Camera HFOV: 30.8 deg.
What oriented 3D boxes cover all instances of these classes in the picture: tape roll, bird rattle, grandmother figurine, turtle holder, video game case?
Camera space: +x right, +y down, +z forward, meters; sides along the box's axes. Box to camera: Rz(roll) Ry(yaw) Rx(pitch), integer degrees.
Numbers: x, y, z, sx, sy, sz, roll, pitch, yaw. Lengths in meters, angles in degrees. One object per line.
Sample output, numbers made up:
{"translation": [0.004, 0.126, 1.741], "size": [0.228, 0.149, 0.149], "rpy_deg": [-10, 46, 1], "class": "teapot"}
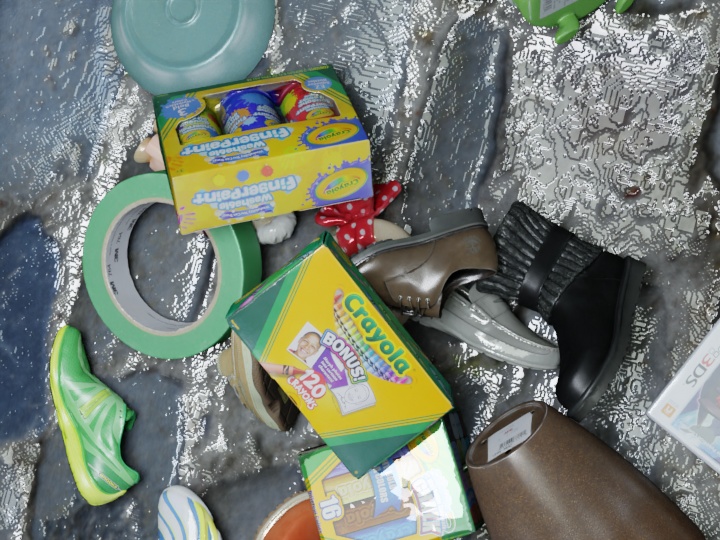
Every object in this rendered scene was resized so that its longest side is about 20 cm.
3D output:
{"translation": [-0.205, -0.007, 1.412], "size": [0.199, 0.048, 0.202], "rpy_deg": [4, 100, 21], "class": "tape roll"}
{"translation": [0.000, 0.000, 1.357], "size": [0.162, 0.113, 0.201], "rpy_deg": [29, 79, 34], "class": "bird rattle"}
{"translation": [-0.155, -0.091, 1.432], "size": [0.199, 0.060, 0.122], "rpy_deg": [33, 102, 16], "class": "grandmother figurine"}
{"translation": [0.219, -0.340, 1.326], "size": [0.185, 0.141, 0.132], "rpy_deg": [-43, 60, 15], "class": "turtle holder"}
{"translation": [0.418, 0.135, 1.297], "size": [0.200, 0.023, 0.183], "rpy_deg": [39, 95, 13], "class": "video game case"}

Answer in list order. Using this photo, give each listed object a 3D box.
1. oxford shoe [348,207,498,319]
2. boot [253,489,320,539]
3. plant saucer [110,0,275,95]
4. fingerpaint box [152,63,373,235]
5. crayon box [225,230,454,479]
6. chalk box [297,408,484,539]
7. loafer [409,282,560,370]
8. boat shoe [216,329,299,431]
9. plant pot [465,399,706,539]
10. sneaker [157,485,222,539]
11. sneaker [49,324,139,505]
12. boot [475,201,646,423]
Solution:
{"translation": [0.041, 0.013, 1.261], "size": [0.199, 0.073, 0.085], "rpy_deg": [-23, 72, 0], "class": "oxford shoe"}
{"translation": [-0.075, 0.324, 1.337], "size": [0.107, 0.075, 0.201], "rpy_deg": [15, 69, 53], "class": "boot"}
{"translation": [-0.195, -0.292, 1.469], "size": [0.198, 0.036, 0.202], "rpy_deg": [-1, 85, 13], "class": "plant saucer"}
{"translation": [-0.103, -0.129, 1.337], "size": [0.198, 0.074, 0.167], "rpy_deg": [-11, 38, -9], "class": "fingerpaint box"}
{"translation": [-0.017, 0.079, 1.224], "size": [0.118, 0.058, 0.200], "rpy_deg": [-37, 100, 10], "class": "crayon box"}
{"translation": [0.057, 0.214, 1.322], "size": [0.198, 0.125, 0.125], "rpy_deg": [-17, 82, 12], "class": "chalk box"}
{"translation": [0.121, 0.042, 1.350], "size": [0.199, 0.070, 0.070], "rpy_deg": [25, 99, 14], "class": "loafer"}
{"translation": [-0.115, 0.100, 1.340], "size": [0.076, 0.201, 0.072], "rpy_deg": [17, 56, 18], "class": "boat shoe"}
{"translation": [0.193, 0.227, 1.223], "size": [0.186, 0.187, 0.201], "rpy_deg": [-36, 103, 8], "class": "plant pot"}
{"translation": [-0.194, 0.331, 1.373], "size": [0.075, 0.105, 0.202], "rpy_deg": [-24, 80, 39], "class": "sneaker"}
{"translation": [-0.294, 0.156, 1.445], "size": [0.083, 0.074, 0.202], "rpy_deg": [-15, 78, -14], "class": "sneaker"}
{"translation": [0.184, 0.039, 1.285], "size": [0.157, 0.080, 0.212], "rpy_deg": [25, 48, 0], "class": "boot"}
